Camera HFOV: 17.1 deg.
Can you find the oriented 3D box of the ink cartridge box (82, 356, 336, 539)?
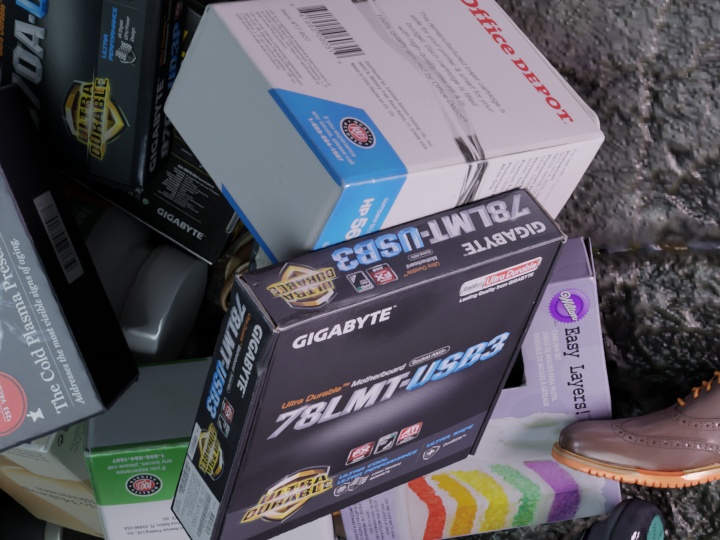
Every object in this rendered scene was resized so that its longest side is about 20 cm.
[{"bbox_3d":[-0.090,0.156,1.540,0.146,0.083,0.201,-6,129,0],"label":"ink cartridge box"}]

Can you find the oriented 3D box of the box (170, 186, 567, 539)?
[{"bbox_3d":[0.002,0.058,1.338,0.050,0.199,0.199,52,143,28],"label":"box"}]

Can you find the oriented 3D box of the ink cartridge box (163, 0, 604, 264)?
[{"bbox_3d":[0.015,-0.083,1.346,0.146,0.199,0.085,53,134,28],"label":"ink cartridge box"}]

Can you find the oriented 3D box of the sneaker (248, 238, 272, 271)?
[{"bbox_3d":[-0.012,-0.024,1.423,0.086,0.201,0.078,14,145,7],"label":"sneaker"}]

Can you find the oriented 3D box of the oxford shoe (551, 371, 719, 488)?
[{"bbox_3d":[0.215,0.090,1.460,0.199,0.071,0.073,-3,100,-2],"label":"oxford shoe"}]

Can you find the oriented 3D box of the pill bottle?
[{"bbox_3d":[-0.207,-0.005,1.568,0.199,0.113,0.113,22,126,10],"label":"pill bottle"}]

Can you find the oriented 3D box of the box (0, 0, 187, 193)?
[{"bbox_3d":[-0.186,-0.161,1.447,0.158,0.046,0.201,18,124,12],"label":"box"}]

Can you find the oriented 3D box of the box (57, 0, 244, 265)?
[{"bbox_3d":[-0.138,-0.119,1.509,0.199,0.049,0.160,31,124,3],"label":"box"}]

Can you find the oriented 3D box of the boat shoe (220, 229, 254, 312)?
[{"bbox_3d":[0.000,0.000,1.506,0.199,0.074,0.076,-13,114,29],"label":"boat shoe"}]

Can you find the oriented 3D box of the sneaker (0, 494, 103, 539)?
[{"bbox_3d":[-0.240,0.249,1.769,0.106,0.075,0.201,6,113,25],"label":"sneaker"}]

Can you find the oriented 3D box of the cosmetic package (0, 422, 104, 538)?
[{"bbox_3d":[-0.202,0.114,1.596,0.105,0.071,0.200,11,159,23],"label":"cosmetic package"}]

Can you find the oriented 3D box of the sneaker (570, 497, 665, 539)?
[{"bbox_3d":[0.138,0.202,1.551,0.087,0.075,0.201,28,145,16],"label":"sneaker"}]

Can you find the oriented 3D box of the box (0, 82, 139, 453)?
[{"bbox_3d":[-0.259,0.016,1.433,0.181,0.104,0.201,-22,97,10],"label":"box"}]

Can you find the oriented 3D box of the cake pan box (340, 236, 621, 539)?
[{"bbox_3d":[0.065,0.077,1.492,0.183,0.052,0.201,-9,125,0],"label":"cake pan box"}]

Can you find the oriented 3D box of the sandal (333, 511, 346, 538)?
[{"bbox_3d":[-0.054,0.138,1.624,0.199,0.054,0.081,26,126,3],"label":"sandal"}]
